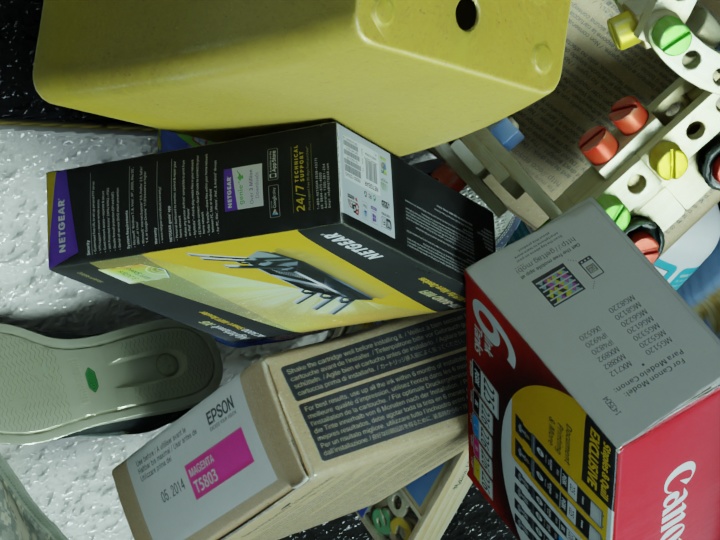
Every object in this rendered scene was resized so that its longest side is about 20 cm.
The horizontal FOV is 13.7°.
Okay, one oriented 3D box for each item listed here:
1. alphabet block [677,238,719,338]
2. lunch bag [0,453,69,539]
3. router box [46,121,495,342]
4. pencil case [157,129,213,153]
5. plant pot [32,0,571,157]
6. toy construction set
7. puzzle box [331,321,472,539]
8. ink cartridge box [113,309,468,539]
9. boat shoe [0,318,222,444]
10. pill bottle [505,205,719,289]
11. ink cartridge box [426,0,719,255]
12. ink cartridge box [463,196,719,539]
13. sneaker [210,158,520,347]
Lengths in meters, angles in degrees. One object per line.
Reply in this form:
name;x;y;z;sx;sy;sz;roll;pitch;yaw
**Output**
alphabet block;0.339;0.036;1.880;0.200;0.196;0.195;-22;174;-11
lunch bag;-0.266;0.169;1.678;0.164;0.118;0.200;-9;147;12
router box;-0.040;-0.015;1.488;0.157;0.052;0.200;-9;165;23
pencil case;-0.067;-0.076;1.586;0.078;0.087;0.200;-42;153;-30
plant pot;-0.007;-0.159;1.379;0.200;0.176;0.200;12;84;-44
toy construction set;0.133;-0.080;1.548;0.200;0.092;0.131;-35;122;17
puzzle box;0.032;0.066;1.796;0.025;0.133;0.200;-8;139;-37
ink cartridge box;-0.023;0.094;1.692;0.165;0.075;0.200;-15;168;-35
boat shoe;-0.181;0.069;1.703;0.200;0.072;0.068;-3;164;-25
pill bottle;0.140;-0.015;1.793;0.111;0.111;0.200;15;125;-46
ink cartridge box;0.124;-0.108;1.629;0.200;0.075;0.165;35;115;-27
ink cartridge box;0.135;0.094;1.531;0.084;0.176;0.200;-30;148;-17
sneaker;0.000;0.000;1.686;0.200;0.085;0.077;-23;102;7
